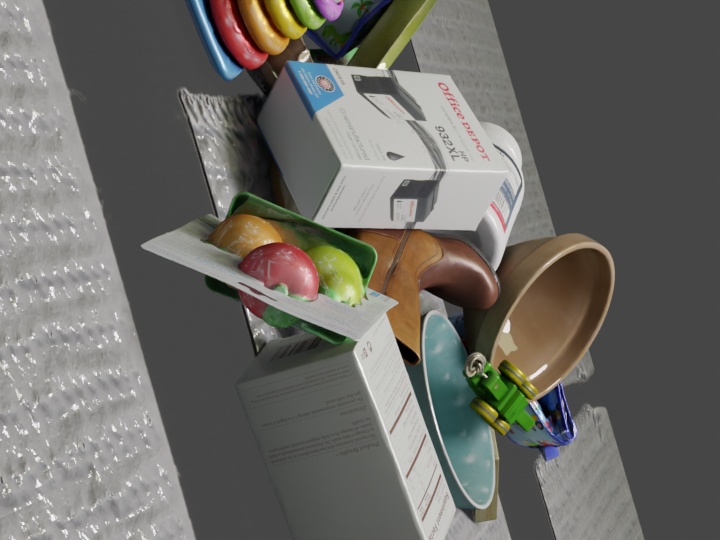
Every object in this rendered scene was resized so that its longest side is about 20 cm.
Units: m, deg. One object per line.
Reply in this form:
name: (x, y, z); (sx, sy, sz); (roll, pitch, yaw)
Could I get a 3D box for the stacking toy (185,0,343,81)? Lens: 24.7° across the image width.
stacking toy: (-0.056, -0.260, 1.515); (0.116, 0.198, 0.111); (-70, 139, -64)

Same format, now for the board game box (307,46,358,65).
board game box: (-0.021, -0.181, 1.841); (0.200, 0.029, 0.136); (-27, 100, -73)

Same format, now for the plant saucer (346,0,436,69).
plant saucer: (0.028, -0.245, 1.745); (0.031, 0.201, 0.200); (36, 21, -1)

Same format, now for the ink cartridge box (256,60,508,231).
ink cartridge box: (0.021, -0.118, 1.576); (0.198, 0.084, 0.146); (0, 46, -34)

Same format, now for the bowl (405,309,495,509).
bowl: (0.053, 0.151, 1.642); (0.201, 0.104, 0.203); (-17, 90, -74)

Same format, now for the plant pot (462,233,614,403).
plant pot: (0.177, 0.038, 1.774); (0.092, 0.201, 0.201); (37, -6, 35)

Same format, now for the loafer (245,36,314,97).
loafer: (-0.039, -0.163, 1.657); (0.073, 0.071, 0.200); (47, -2, 38)

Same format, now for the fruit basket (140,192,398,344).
fruit basket: (-0.068, 0.009, 1.320); (0.200, 0.183, 0.095); (-49, 161, -72)

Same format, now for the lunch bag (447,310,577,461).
lunch bag: (0.177, 0.131, 1.910); (0.202, 0.093, 0.150); (63, -17, 0)

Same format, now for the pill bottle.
pill bottle: (0.113, -0.076, 1.762); (0.121, 0.118, 0.200); (66, 25, -22)

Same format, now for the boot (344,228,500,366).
boot: (0.058, 0.020, 1.562); (0.188, 0.068, 0.201); (41, 25, -19)

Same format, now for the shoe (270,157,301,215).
shoe: (-0.050, -0.053, 1.587); (0.070, 0.053, 0.202); (56, 23, -45)

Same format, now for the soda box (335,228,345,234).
soda box: (0.000, 0.000, 1.682); (0.200, 0.063, 0.071); (-62, 132, -65)

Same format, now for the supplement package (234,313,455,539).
supplement package: (-0.009, 0.155, 1.420); (0.117, 0.116, 0.202); (-53, 125, -69)

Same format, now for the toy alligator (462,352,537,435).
toy alligator: (0.127, 0.113, 1.654); (0.054, 0.059, 0.200); (35, -6, 33)

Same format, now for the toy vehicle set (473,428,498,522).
toy vehicle set: (0.135, 0.196, 1.883); (0.201, 0.026, 0.126); (82, 0, -62)

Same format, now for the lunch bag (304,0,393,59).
lunch bag: (-0.044, -0.342, 1.762); (0.200, 0.128, 0.170); (42, 18, -1)
